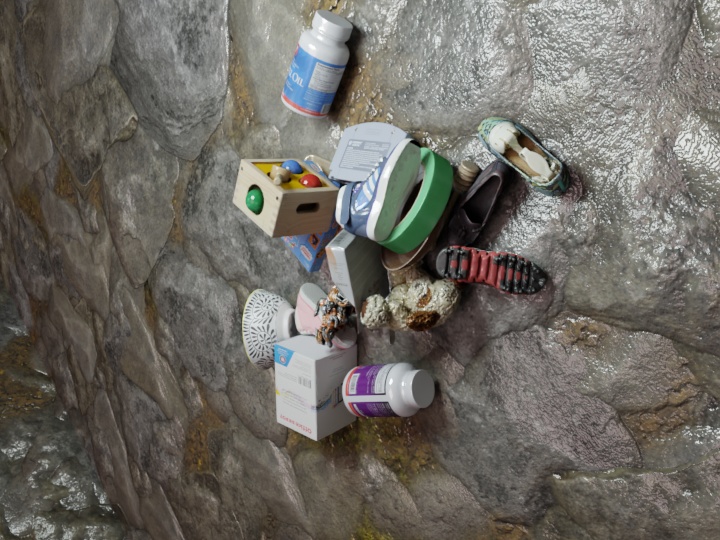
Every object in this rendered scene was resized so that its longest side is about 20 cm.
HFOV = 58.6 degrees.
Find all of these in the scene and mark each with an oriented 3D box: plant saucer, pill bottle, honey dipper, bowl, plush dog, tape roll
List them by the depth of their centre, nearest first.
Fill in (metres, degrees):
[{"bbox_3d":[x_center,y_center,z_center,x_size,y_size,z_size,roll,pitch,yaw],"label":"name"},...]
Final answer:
[{"bbox_3d":[0.096,-0.133,1.224,0.201,0.048,0.202,-47,29,37],"label":"tape roll"},{"bbox_3d":[0.171,-0.120,1.247,0.038,0.038,0.201,45,130,26],"label":"honey dipper"},{"bbox_3d":[0.109,-0.087,1.253,0.201,0.036,0.202,-48,28,37],"label":"plant saucer"},{"bbox_3d":[0.122,0.067,1.268,0.161,0.201,0.171,50,150,-22],"label":"plush dog"},{"bbox_3d":[-0.089,-0.437,1.361,0.112,0.112,0.201,43,126,27],"label":"pill bottle"},{"bbox_3d":[0.061,0.259,1.390,0.199,0.112,0.114,-12,92,44],"label":"pill bottle"},{"bbox_3d":[-0.202,0.144,1.587,0.093,0.201,0.204,-4,98,19],"label":"bowl"}]

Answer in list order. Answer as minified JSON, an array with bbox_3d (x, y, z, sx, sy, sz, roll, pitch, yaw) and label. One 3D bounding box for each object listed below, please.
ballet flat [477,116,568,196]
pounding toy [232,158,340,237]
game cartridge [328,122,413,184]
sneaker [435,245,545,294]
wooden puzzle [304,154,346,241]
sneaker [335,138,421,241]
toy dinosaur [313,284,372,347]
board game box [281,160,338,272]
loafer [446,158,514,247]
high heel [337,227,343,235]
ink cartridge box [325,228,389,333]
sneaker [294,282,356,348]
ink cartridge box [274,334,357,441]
[{"bbox_3d":[0.275,-0.207,1.098,0.200,0.074,0.075,44,126,24],"label":"ballet flat"},{"bbox_3d":[-0.158,-0.165,1.322,0.184,0.198,0.144,39,123,35],"label":"pounding toy"},{"bbox_3d":[0.021,-0.236,1.314,0.199,0.040,0.135,19,89,48],"label":"game cartridge"},{"bbox_3d":[0.242,-0.003,1.184,0.198,0.098,0.072,11,96,17],"label":"sneaker"},{"bbox_3d":[-0.073,-0.149,1.462,0.199,0.046,0.188,27,117,36],"label":"wooden puzzle"},{"bbox_3d":[0.018,-0.164,1.205,0.146,0.080,0.202,26,97,41],"label":"sneaker"},{"bbox_3d":[-0.033,0.075,1.422,0.134,0.102,0.203,19,103,22],"label":"toy dinosaur"},{"bbox_3d":[-0.113,-0.121,1.456,0.152,0.036,0.201,48,129,29],"label":"board game box"},{"bbox_3d":[0.210,-0.114,1.180,0.071,0.063,0.201,33,123,7],"label":"loafer"},{"bbox_3d":[0.013,-0.145,1.346,0.067,0.096,0.202,32,121,34],"label":"high heel"},{"bbox_3d":[0.000,0.000,1.315,0.050,0.162,0.202,10,125,26],"label":"ink cartridge box"},{"bbox_3d":[-0.088,0.132,1.529,0.200,0.075,0.105,47,130,28],"label":"sneaker"},{"bbox_3d":[-0.105,0.268,1.526,0.146,0.144,0.203,14,110,41],"label":"ink cartridge box"}]
